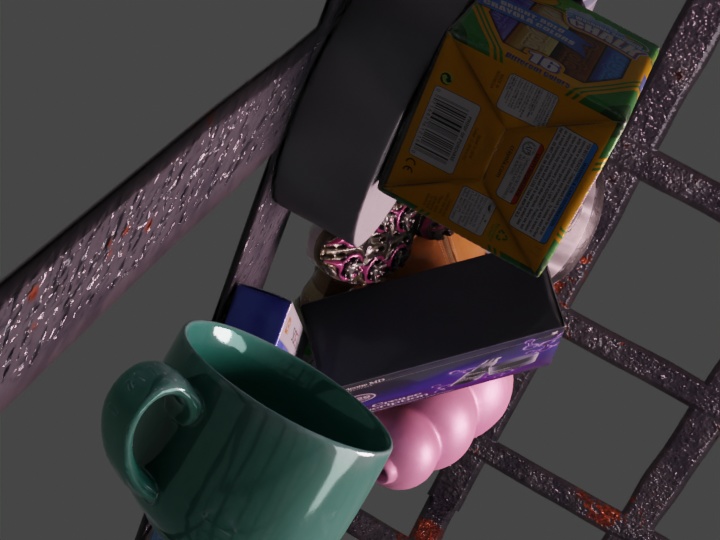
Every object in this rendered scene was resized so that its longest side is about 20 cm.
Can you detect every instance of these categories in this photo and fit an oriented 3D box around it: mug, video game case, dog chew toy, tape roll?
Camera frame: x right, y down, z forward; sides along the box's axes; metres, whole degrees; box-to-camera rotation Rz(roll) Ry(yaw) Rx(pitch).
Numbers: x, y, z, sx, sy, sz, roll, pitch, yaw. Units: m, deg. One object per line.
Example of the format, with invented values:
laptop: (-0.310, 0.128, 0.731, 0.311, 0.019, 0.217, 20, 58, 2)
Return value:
mug: (-0.084, 0.113, 0.833, 0.115, 0.184, 0.152, -60, -162, 9)
video game case: (-0.094, 0.126, 1.006, 0.181, 0.045, 0.202, 78, 29, -78)
dog chew toy: (0.062, 0.128, 1.248, 0.200, 0.124, 0.125, -47, 165, -46)
tape roll: (0.016, -0.120, 0.927, 0.202, 0.066, 0.200, -60, 172, -14)

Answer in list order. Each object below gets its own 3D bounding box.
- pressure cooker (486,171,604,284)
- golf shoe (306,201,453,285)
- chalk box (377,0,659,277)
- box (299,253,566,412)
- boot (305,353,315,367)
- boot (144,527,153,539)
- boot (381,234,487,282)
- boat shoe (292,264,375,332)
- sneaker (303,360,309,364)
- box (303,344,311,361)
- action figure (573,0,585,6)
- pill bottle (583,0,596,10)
pressure cooker: (0.125, -0.083, 1.366, 0.179, 0.198, 0.177, -54, -151, 27)
golf shoe: (0.010, -0.047, 1.076, 0.199, 0.091, 0.073, -28, 136, -51)
chalk box: (0.114, -0.111, 0.899, 0.126, 0.123, 0.200, -65, 172, 32)
box: (0.059, 0.054, 1.102, 0.141, 0.197, 0.080, 78, -3, -71)
boot: (-0.038, 0.175, 1.216, 0.132, 0.069, 0.202, -96, -157, -56)
boot: (-0.150, 0.268, 1.090, 0.201, 0.090, 0.073, -57, 172, -36)
boot: (0.097, -0.029, 1.224, 0.199, 0.156, 0.076, -36, -171, -30)
boat shoe: (0.000, 0.000, 1.249, 0.072, 0.075, 0.200, -68, 173, 28)
sneaker: (-0.094, 0.147, 1.191, 0.201, 0.074, 0.082, -56, -172, 29)
box: (-0.018, 0.092, 1.370, 0.178, 0.096, 0.200, -65, 173, 31)
action figure: (0.123, -0.220, 1.027, 0.102, 0.117, 0.202, -121, -145, -58)
pill bottle: (0.163, -0.292, 1.120, 0.120, 0.119, 0.201, -58, 171, -31)
